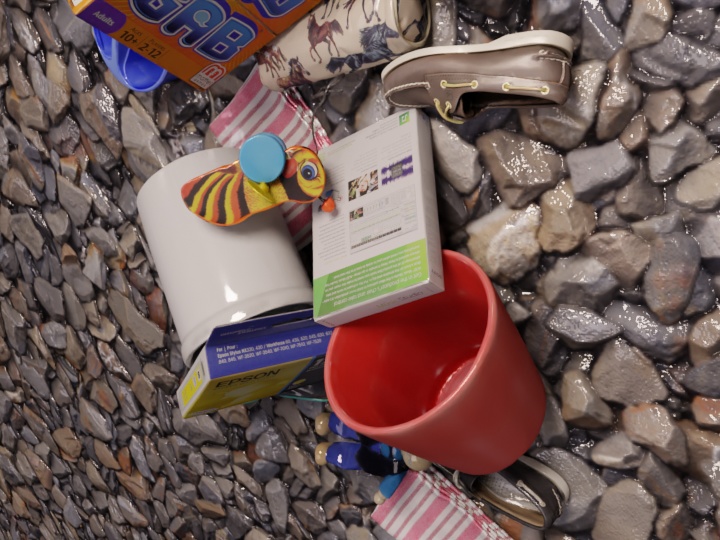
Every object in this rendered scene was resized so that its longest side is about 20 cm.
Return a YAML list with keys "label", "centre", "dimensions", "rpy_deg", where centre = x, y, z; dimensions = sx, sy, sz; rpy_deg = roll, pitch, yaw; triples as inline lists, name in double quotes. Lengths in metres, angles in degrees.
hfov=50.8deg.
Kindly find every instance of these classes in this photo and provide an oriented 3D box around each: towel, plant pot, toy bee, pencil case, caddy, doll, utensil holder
- label: "towel"
  centre: [0.112, 0.353, 0.997]
  dimensions: [0.199, 0.030, 0.148]
  rpy_deg: [39, 131, 16]
- label: "plant pot"
  centre: [0.091, 0.109, 0.777]
  dimensions: [0.198, 0.204, 0.177]
  rpy_deg: [-9, 142, 40]
- label: "towel"
  centre: [-0.096, -0.135, 0.926]
  dimensions: [0.146, 0.030, 0.202]
  rpy_deg: [-37, 88, 43]
- label: "toy bee"
  centre: [-0.079, -0.093, 0.772]
  dimensions: [0.198, 0.131, 0.110]
  rpy_deg: [-29, 101, 25]
- label: "pencil case"
  centre: [-0.019, -0.246, 0.774]
  dimensions: [0.197, 0.091, 0.078]
  rpy_deg: [-6, 152, 36]
- label: "caddy"
  centre: [-0.251, -0.312, 0.905]
  dimensions: [0.142, 0.105, 0.201]
  rpy_deg: [46, 131, 8]
- label: "doll"
  centre: [0.020, 0.230, 0.978]
  dimensions: [0.198, 0.048, 0.140]
  rpy_deg: [-7, 80, 47]
- label: "utensil holder"
  centre: [-0.154, -0.014, 0.878]
  dimensions: [0.169, 0.168, 0.203]
  rpy_deg: [-38, 69, 42]

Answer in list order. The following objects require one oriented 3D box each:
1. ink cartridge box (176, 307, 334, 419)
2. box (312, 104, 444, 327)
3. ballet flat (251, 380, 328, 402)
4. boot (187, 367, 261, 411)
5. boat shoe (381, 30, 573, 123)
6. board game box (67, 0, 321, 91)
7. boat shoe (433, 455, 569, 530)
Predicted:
- label: "ink cartridge box"
  centre: [-0.096, 0.102, 0.867]
  dimensions: [0.200, 0.194, 0.048]
  rpy_deg: [-45, 60, 56]
- label: "box"
  centre: [0.013, -0.055, 0.784]
  dimensions: [0.142, 0.036, 0.204]
  rpy_deg: [-19, 59, 32]
- label: "ballet flat"
  centre: [-0.124, 0.141, 1.033]
  dimensions: [0.195, 0.073, 0.075]
  rpy_deg: [-4, 112, 12]
- label: "boot"
  centre: [-0.170, 0.102, 1.092]
  dimensions: [0.129, 0.068, 0.203]
  rpy_deg: [27, 126, 9]
- label: "boat shoe"
  centre: [0.103, -0.174, 0.717]
  dimensions: [0.196, 0.071, 0.061]
  rpy_deg: [0, 81, 33]
- label: "board game box"
  centre: [-0.159, -0.329, 0.691]
  dimensions: [0.198, 0.199, 0.203]
  rpy_deg: [-31, 76, 14]
- label: "boat shoe"
  centre: [0.147, 0.242, 0.903]
  dimensions: [0.197, 0.060, 0.075]
  rpy_deg: [25, 127, 26]
